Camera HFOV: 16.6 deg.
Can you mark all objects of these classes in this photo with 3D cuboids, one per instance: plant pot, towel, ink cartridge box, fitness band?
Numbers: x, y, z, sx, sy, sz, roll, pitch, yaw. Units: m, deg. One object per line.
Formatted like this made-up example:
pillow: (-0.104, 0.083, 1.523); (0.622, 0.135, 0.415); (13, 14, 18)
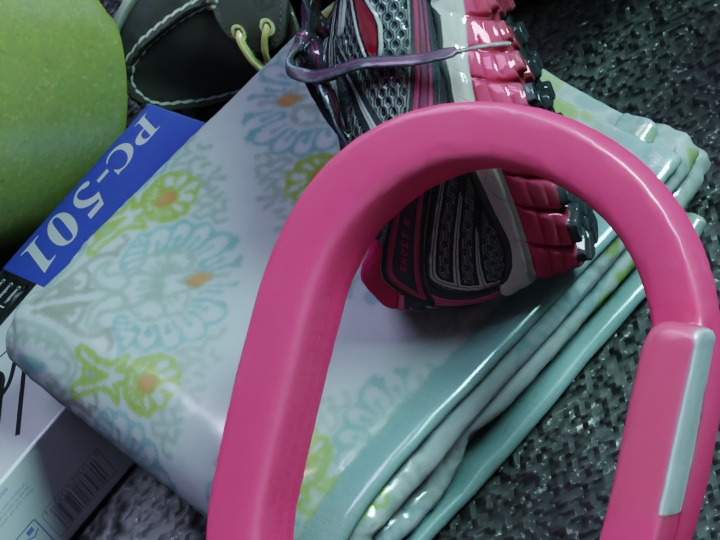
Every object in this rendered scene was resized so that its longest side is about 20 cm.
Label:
plant pot: (-0.200, -0.068, 0.967); (0.200, 0.183, 0.202); (6, 99, 48)
towel: (0.000, 0.000, 0.839); (0.200, 0.048, 0.171); (-45, 50, -16)
ink cartridge box: (-0.107, 0.031, 0.926); (0.094, 0.044, 0.200); (20, 64, 48)
fitness band: (0.029, 0.051, 0.716); (0.143, 0.037, 0.202); (16, 94, 27)

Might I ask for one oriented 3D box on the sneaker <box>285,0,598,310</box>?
sneaker: (0.008, -0.086, 0.773); (0.074, 0.081, 0.201); (-20, 82, 11)

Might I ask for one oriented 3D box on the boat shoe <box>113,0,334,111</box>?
boat shoe: (-0.019, -0.110, 0.982); (0.200, 0.072, 0.061); (-26, 44, 25)
